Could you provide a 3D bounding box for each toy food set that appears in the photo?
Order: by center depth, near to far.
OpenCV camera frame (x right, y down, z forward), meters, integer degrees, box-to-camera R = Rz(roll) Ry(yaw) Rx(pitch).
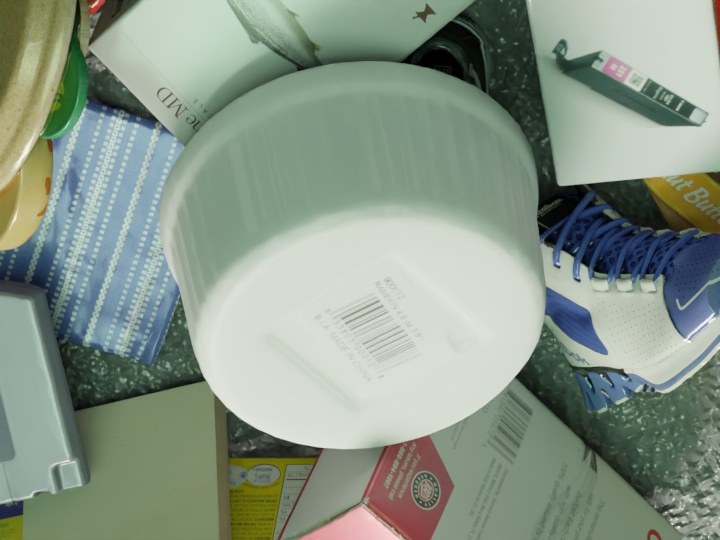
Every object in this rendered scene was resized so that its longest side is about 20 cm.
[{"bbox_3d":[-0.182,-0.127,1.322,0.048,0.201,0.198,10,129,-31],"label":"toy food set"}]

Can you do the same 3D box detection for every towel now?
[{"bbox_3d":[-0.189,-0.038,1.443,0.199,0.024,0.145,18,111,-5],"label":"towel"}]

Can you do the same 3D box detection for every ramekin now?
[{"bbox_3d":[0.000,0.000,1.300,0.199,0.098,0.201,-5,136,-5],"label":"ramekin"}]

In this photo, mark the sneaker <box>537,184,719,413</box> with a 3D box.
[{"bbox_3d":[0.137,0.005,1.362,0.081,0.199,0.115,-43,93,-25],"label":"sneaker"}]

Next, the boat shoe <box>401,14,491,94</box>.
[{"bbox_3d":[0.047,-0.038,1.395,0.073,0.068,0.200,5,113,3],"label":"boat shoe"}]

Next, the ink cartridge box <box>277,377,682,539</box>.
[{"bbox_3d":[0.071,0.150,1.411,0.200,0.147,0.083,43,135,-17],"label":"ink cartridge box"}]

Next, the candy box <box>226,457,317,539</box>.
[{"bbox_3d":[-0.082,0.154,1.452,0.199,0.103,0.026,-1,146,15],"label":"candy box"}]

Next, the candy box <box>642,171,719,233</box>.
[{"bbox_3d":[0.234,-0.029,1.390,0.115,0.055,0.201,-27,107,15],"label":"candy box"}]

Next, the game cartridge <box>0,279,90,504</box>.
[{"bbox_3d":[-0.261,0.075,1.447,0.199,0.042,0.134,-10,95,13],"label":"game cartridge"}]

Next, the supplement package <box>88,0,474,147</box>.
[{"bbox_3d":[-0.027,-0.156,1.325,0.200,0.117,0.117,-39,108,18],"label":"supplement package"}]

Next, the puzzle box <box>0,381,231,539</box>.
[{"bbox_3d":[-0.171,0.142,1.455,0.199,0.134,0.025,-13,141,11],"label":"puzzle box"}]

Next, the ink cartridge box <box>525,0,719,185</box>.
[{"bbox_3d":[0.171,-0.131,1.260,0.173,0.044,0.201,-5,137,10],"label":"ink cartridge box"}]
